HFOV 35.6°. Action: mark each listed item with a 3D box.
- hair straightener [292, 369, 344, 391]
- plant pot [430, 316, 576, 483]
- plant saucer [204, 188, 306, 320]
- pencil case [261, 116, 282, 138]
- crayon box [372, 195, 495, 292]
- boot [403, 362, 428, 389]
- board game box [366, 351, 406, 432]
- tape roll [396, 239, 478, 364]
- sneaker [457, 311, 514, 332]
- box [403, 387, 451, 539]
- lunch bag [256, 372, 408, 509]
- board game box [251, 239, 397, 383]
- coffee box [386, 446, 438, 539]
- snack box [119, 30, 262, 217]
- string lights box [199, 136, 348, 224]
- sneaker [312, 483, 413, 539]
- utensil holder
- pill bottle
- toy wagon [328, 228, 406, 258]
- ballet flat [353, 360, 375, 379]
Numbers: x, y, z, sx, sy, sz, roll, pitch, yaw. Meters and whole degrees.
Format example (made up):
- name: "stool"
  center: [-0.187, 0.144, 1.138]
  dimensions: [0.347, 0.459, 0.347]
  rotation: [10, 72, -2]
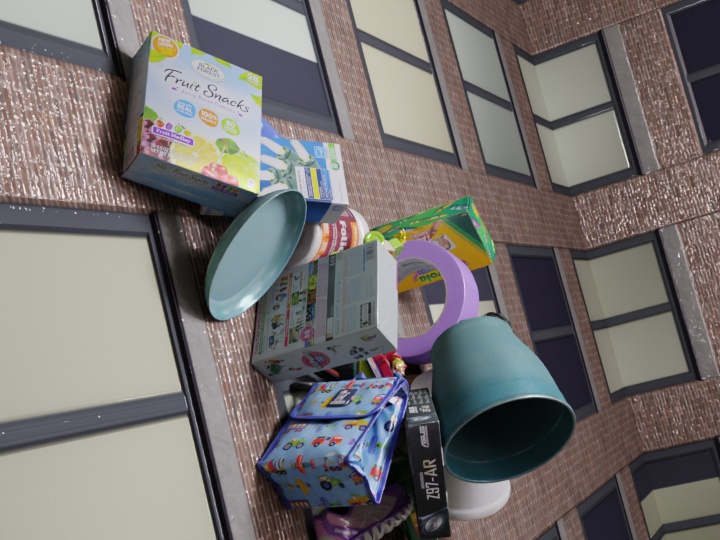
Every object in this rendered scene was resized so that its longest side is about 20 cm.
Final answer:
- name: "hair straightener"
  center: [-0.046, 0.194, 1.693]
  dimensions: [0.200, 0.041, 0.077]
  rotation: [42, 52, -59]
- name: "plant pot"
  center: [0.189, 0.179, 1.658]
  dimensions: [0.200, 0.200, 0.188]
  rotation: [47, 17, -45]
- name: "plant saucer"
  center: [-0.143, -0.025, 1.481]
  dimensions: [0.027, 0.201, 0.200]
  rotation: [32, 16, 17]
- name: "pencil case"
  center: [-0.142, -0.174, 1.660]
  dimensions: [0.200, 0.078, 0.087]
  rotation: [40, 62, -53]
- name: "crayon box"
  center: [0.130, -0.045, 2.026]
  dimensions: [0.119, 0.199, 0.058]
  rotation: [60, 25, -26]
- name: "boot"
  center: [0.085, 0.238, 1.913]
  dimensions: [0.200, 0.070, 0.147]
  rotation: [-46, 128, -51]
- name: "board game box"
  center: [0.056, 0.167, 1.737]
  dimensions: [0.201, 0.039, 0.158]
  rotation: [62, 5, -2]
- name: "tape roll"
  center: [0.095, 0.053, 1.881]
  dimensions: [0.066, 0.199, 0.201]
  rotation: [28, 49, -57]
- name: "sneaker"
  center: [0.201, 0.103, 1.823]
  dimensions: [0.091, 0.076, 0.200]
  rotation: [-59, 157, -5]
- name: "box"
  center: [0.090, 0.265, 1.569]
  dimensions: [0.200, 0.043, 0.161]
  rotation: [-96, 179, -82]
- name: "lunch bag"
  center: [-0.023, 0.217, 1.524]
  dimensions: [0.094, 0.150, 0.200]
  rotation: [59, 38, -28]
- name: "board game box"
  center: [-0.049, 0.059, 1.556]
  dimensions: [0.064, 0.199, 0.148]
  rotation: [48, 34, -44]
- name: "coffee box"
  center: [0.081, 0.382, 1.756]
  dimensions: [0.123, 0.044, 0.201]
  rotation: [169, -98, -81]
- name: "snack box"
  center: [-0.214, -0.189, 1.448]
  dimensions: [0.168, 0.068, 0.201]
  rotation: [18, 52, -30]
- name: "string lights box"
  center: [-0.124, -0.127, 1.551]
  dimensions: [0.199, 0.059, 0.103]
  rotation: [3, 61, -24]
- name: "sneaker"
  center: [0.000, 0.344, 1.601]
  dimensions: [0.200, 0.080, 0.089]
  rotation: [-28, 89, -52]
- name: "utensil holder"
  center: [0.163, 0.279, 1.841]
  dimensions: [0.170, 0.169, 0.201]
  rotation: [-53, 145, -62]
- name: "pill bottle"
  center: [-0.069, -0.053, 1.696]
  dimensions: [0.200, 0.114, 0.115]
  rotation: [1, 73, -65]
- name: "toy wagon"
  center: [0.000, 0.000, 1.710]
  dimensions: [0.200, 0.155, 0.040]
  rotation: [-30, 71, -26]
- name: "ballet flat"
  center: [0.018, 0.234, 1.695]
  dimensions: [0.067, 0.067, 0.201]
  rotation: [85, 8, -83]
